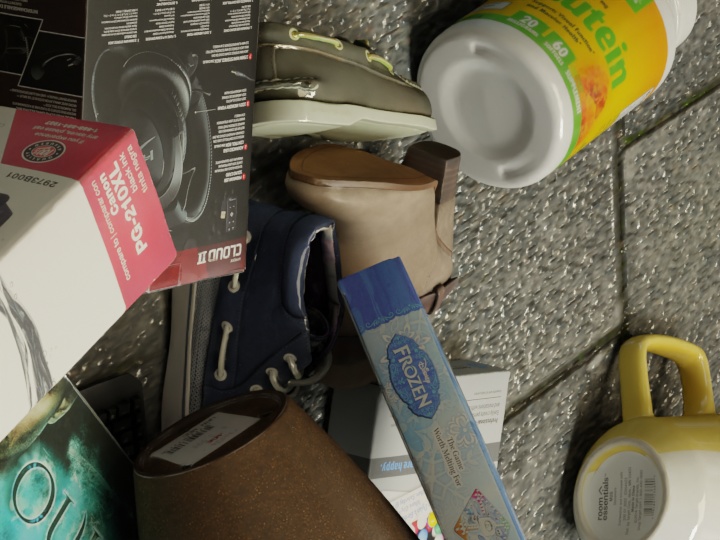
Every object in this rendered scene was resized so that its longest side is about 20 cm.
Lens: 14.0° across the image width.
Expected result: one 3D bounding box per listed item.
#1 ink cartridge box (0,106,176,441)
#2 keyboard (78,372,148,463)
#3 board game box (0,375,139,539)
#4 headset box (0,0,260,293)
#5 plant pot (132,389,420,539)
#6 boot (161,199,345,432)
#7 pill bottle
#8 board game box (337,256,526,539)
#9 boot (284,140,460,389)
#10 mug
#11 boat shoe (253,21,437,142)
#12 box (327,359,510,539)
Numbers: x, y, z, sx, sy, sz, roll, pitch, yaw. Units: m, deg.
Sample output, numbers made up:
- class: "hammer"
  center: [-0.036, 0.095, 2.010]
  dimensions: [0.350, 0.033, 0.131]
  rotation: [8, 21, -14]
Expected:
- class: "ink cartridge box"
  center: [-0.207, 0.011, 1.388]
  dimensions: [0.200, 0.144, 0.085]
  rotation: [-48, 135, -38]
- class: "keyboard"
  center: [-0.179, 0.139, 1.586]
  dimensions: [0.200, 0.021, 0.128]
  rotation: [-22, 118, -51]
- class: "board game box"
  center: [-0.166, 0.148, 1.566]
  dimensions: [0.136, 0.028, 0.200]
  rotation: [-61, 142, -26]
- class: "headset box"
  center: [-0.127, -0.073, 1.545]
  dimensions: [0.149, 0.077, 0.201]
  rotation: [-14, 112, -53]
- class: "plant pot"
  center: [-0.042, 0.174, 1.597]
  dimensions: [0.187, 0.187, 0.201]
  rotation: [-40, 112, -43]
- class: "boot"
  center: [-0.059, 0.058, 1.675]
  dimensions: [0.073, 0.090, 0.201]
  rotation: [-25, 120, -51]
- class: "pill bottle"
  center: [0.133, -0.141, 1.881]
  dimensions: [0.200, 0.111, 0.111]
  rotation: [-37, 129, -45]
- class: "board game box"
  center: [0.055, 0.115, 1.677]
  dimensions: [0.200, 0.043, 0.200]
  rotation: [64, 3, -69]
- class: "boot"
  center: [0.000, 0.000, 1.750]
  dimensions: [0.200, 0.070, 0.147]
  rotation: [-9, 121, -57]
- class: "mug"
  center: [0.222, 0.157, 2.119]
  dimensions: [0.153, 0.187, 0.150]
  rotation: [13, 122, -48]
- class: "boat shoe"
  center: [-0.011, -0.108, 1.711]
  dimensions: [0.202, 0.072, 0.061]
  rotation: [0, 83, -64]
- class: "box"
  center: [0.028, 0.162, 1.885]
  dimensions: [0.156, 0.041, 0.201]
  rotation: [-1, 102, -56]
